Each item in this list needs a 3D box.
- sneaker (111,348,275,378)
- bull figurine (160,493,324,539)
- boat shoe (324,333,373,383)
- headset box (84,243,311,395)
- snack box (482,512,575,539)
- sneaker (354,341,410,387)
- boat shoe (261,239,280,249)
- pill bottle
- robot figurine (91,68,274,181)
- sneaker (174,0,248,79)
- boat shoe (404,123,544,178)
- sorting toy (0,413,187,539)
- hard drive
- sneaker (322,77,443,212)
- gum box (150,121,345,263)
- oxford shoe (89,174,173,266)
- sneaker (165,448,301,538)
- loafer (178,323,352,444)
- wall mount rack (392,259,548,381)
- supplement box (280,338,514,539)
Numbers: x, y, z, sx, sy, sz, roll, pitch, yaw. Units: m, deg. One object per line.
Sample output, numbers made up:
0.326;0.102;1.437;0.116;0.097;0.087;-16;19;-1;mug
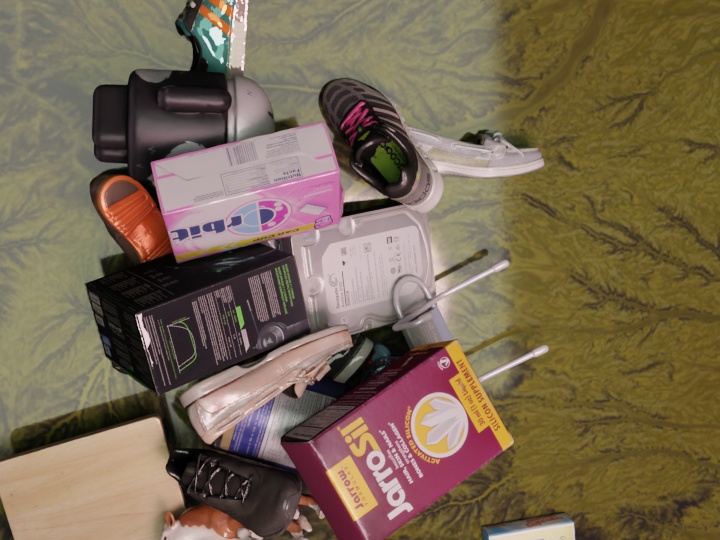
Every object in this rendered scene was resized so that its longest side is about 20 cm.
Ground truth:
-0.196;0.103;1.316;0.198;0.074;0.080;-5;134;-3;sneaker
-0.136;0.297;1.298;0.199;0.121;0.066;-20;125;-45;bull figurine
-0.069;0.144;1.340;0.060;0.074;0.200;41;95;-5;boat shoe
-0.173;0.037;1.211;0.199;0.174;0.094;-22;110;-27;headset box
0.225;0.424;1.443;0.115;0.037;0.202;-7;99;-8;snack box
0.026;0.136;1.359;0.199;0.079;0.096;-29;96;-13;sneaker
-0.090;-0.035;1.315;0.200;0.071;0.068;50;58;-21;boat shoe
-0.065;0.172;1.253;0.198;0.112;0.113;17;96;-5;pill bottle
-0.193;-0.156;1.224;0.198;0.150;0.126;1;112;-11;robot figurine
-0.170;-0.301;1.260;0.079;0.071;0.203;1;100;-13;sneaker
0.122;-0.145;1.327;0.199;0.074;0.066;3;98;0;boat shoe
-0.309;0.286;1.327;0.198;0.070;0.201;-15;100;-6;sorting toy
0.000;0.000;1.305;0.198;0.038;0.141;-13;101;-33;hard drive
0.015;-0.151;1.266;0.074;0.087;0.201;-43;68;18;sneaker
-0.113;-0.083;1.182;0.198;0.114;0.067;-14;66;-7;gum box
-0.245;-0.034;1.297;0.071;0.073;0.201;-40;120;-20;oxford shoe
-0.142;0.234;1.193;0.090;0.199;0.077;30;71;-37;sneaker
-0.092;0.120;1.177;0.198;0.072;0.063;-22;81;-21;loafer
0.128;0.082;1.317;0.173;0.074;0.202;-31;98;-41;wall mount rack
0.038;0.179;1.168;0.199;0.103;0.132;-33;95;-21;supplement box
